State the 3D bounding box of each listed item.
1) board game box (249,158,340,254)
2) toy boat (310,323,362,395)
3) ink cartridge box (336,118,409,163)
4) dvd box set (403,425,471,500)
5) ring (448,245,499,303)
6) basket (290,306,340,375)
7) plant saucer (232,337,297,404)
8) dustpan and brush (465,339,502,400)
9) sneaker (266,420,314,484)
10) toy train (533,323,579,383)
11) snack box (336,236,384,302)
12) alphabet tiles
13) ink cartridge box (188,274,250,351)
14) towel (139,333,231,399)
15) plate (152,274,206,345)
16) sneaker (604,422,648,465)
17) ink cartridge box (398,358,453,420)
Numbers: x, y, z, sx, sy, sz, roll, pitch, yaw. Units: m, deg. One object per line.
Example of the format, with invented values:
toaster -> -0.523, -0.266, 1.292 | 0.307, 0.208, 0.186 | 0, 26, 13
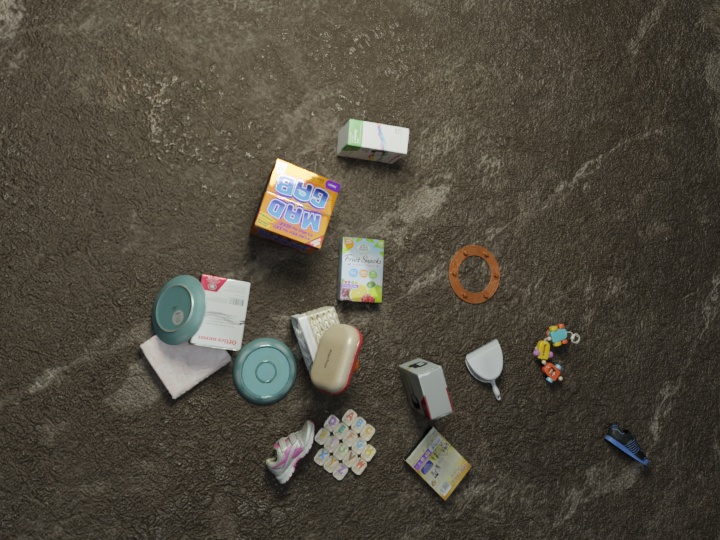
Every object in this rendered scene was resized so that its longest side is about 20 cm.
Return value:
board game box -> -0.199, -0.183, 1.614 | 0.198, 0.200, 0.202 | 19, 82, -14
toy boat -> -0.051, 0.259, 1.560 | 0.130, 0.129, 0.202 | 30, 74, -50
ink cartridge box -> 0.038, -0.408, 1.724 | 0.197, 0.145, 0.085 | 5, 87, -17
dvd box set -> 0.257, 0.638, 1.797 | 0.200, 0.029, 0.146 | 46, 76, -9
ring -> 0.398, 0.012, 1.877 | 0.198, 0.019, 0.204 | 1, 88, -17
basket -> -0.119, 0.214, 1.654 | 0.122, 0.135, 0.202 | -21, 94, -18
plant saucer -> -0.290, 0.309, 1.655 | 0.197, 0.027, 0.203 | 1, 88, -17
dustpan and brush -> 0.447, 0.356, 1.863 | 0.138, 0.057, 0.202 | -24, 87, -15
sneaker -> -0.212, 0.537, 1.638 | 0.088, 0.081, 0.201 | 37, 77, -13
toy train -> 0.689, 0.290, 1.934 | 0.150, 0.056, 0.201 | 37, 81, -13
snack box -> 0.000, 0.000, 1.741 | 0.140, 0.053, 0.203 | 4, 86, -17
alphabet tiles -> -0.049, 0.554, 1.720 | 0.200, 0.015, 0.196 | 41, 77, -10
ink cartridge box -> -0.411, 0.127, 1.577 | 0.143, 0.083, 0.203 | 12, 76, -23
towel -> -0.512, 0.242, 1.589 | 0.199, 0.032, 0.192 | -34, 96, -16
plate -> -0.521, 0.108, 1.530 | 0.198, 0.026, 0.203 | -7, 72, 23
sneaker -> 0.996, 0.640, 1.997 | 0.199, 0.070, 0.078 | 35, 85, -11
ink cartridge box -> 0.203, 0.370, 1.708 | 0.082, 0.200, 0.148 | -17, 92, -14
